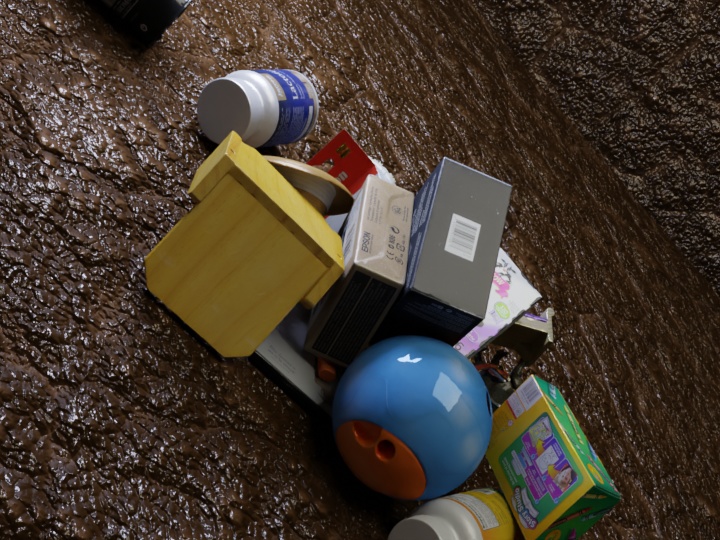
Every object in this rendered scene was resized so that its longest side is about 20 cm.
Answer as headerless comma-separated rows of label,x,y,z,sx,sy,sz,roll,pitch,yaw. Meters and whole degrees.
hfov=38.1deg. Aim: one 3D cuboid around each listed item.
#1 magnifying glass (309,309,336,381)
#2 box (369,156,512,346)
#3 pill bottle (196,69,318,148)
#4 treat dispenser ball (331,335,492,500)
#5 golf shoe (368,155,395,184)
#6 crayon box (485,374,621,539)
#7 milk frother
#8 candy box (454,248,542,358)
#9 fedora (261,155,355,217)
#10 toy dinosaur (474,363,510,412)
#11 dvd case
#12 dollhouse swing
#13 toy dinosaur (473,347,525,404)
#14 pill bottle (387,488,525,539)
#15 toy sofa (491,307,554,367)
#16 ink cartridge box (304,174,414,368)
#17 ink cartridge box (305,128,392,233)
magnifying glass,-0.048,0.069,1.416,0.079,0.022,0.201,35,29,-29
box,0.100,-0.008,1.361,0.103,0.182,0.202,22,62,-10
pill bottle,-0.154,-0.242,1.569,0.116,0.115,0.200,54,26,6
treat dispenser ball,0.063,0.181,1.289,0.200,0.200,0.202,38,29,-26
golf shoe,0.021,-0.110,1.735,0.097,0.078,0.201,-9,63,-54
crayon box,0.235,0.247,1.338,0.058,0.119,0.201,27,24,-34
milk frother,-0.308,-0.467,1.524,0.188,0.180,0.201,43,31,-18
candy box,0.137,0.036,1.509,0.199,0.072,0.168,-34,79,-34
fedora,-0.103,-0.088,1.438,0.200,0.199,0.083,28,71,-39
toy dinosaur,0.153,0.182,1.500,0.200,0.104,0.183,52,37,-32
dvd case,-0.073,0.098,1.380,0.143,0.018,0.201,43,27,-17
dollhouse swing,-0.149,-0.025,1.286,0.200,0.176,0.182,43,12,-16
toy dinosaur,0.211,0.181,1.667,0.199,0.077,0.103,32,63,-10
pill bottle,0.118,0.335,1.287,0.199,0.111,0.112,6,51,-55
toy sofa,0.195,0.069,1.615,0.198,0.083,0.098,16,50,-14
ink cartridge box,0.000,0.000,1.364,0.074,0.165,0.201,23,36,-11
ink cartridge box,-0.019,-0.078,1.528,0.200,0.160,0.047,50,25,-2
